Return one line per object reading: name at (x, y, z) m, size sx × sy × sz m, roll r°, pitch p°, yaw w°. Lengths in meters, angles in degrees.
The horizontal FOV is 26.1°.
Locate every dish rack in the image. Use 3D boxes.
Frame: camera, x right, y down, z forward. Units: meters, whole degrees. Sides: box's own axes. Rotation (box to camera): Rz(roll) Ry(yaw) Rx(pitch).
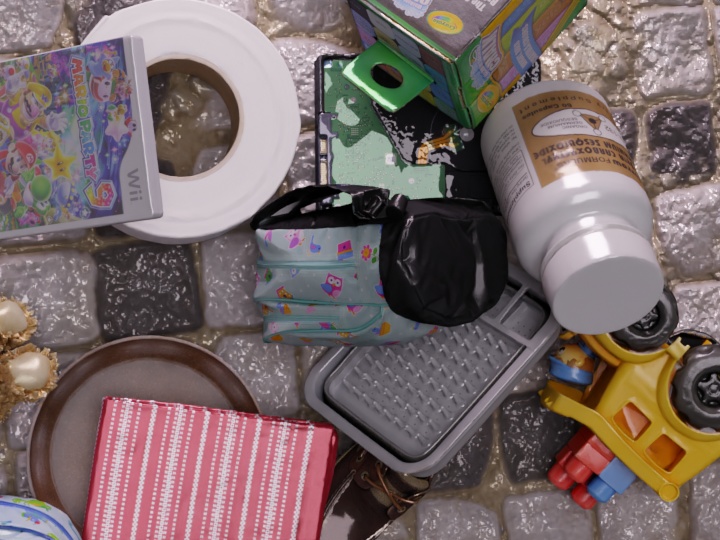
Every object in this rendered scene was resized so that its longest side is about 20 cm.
dish rack at (0.065, 0.075, 1.302) m, size 0.200 × 0.172 × 0.044 m, roll -47°, pitch 135°, yaw -11°

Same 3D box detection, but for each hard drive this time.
hard drive at (0.059, -0.117, 1.357) m, size 0.200 × 0.038 × 0.140 m, roll -1°, pitch 87°, yaw -12°

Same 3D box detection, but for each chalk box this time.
chalk box at (0.074, -0.208, 1.264) m, size 0.124 × 0.124 × 0.200 m, roll 40°, pitch 81°, yaw 22°

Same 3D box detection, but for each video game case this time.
video game case at (-0.252, -0.101, 1.243) m, size 0.200 × 0.018 × 0.143 m, roll -6°, pitch 90°, yaw 27°

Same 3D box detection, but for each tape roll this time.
tape roll at (-0.154, -0.124, 1.300) m, size 0.202 × 0.071 × 0.203 m, roll 0°, pitch 87°, yaw -10°

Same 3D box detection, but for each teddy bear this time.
teddy bear at (-0.334, 0.102, 1.244) m, size 0.145 × 0.067 × 0.200 m, roll 41°, pitch 84°, yaw 16°

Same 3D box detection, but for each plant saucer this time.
plant saucer at (-0.177, 0.154, 1.297) m, size 0.200 × 0.034 × 0.200 m, roll 0°, pitch 88°, yaw -10°

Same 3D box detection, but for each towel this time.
towel at (-0.123, 0.185, 1.279) m, size 0.200 × 0.022 × 0.145 m, roll 9°, pitch 87°, yaw -9°

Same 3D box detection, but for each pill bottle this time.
pill bottle at (0.172, -0.051, 1.250) m, size 0.114 × 0.114 × 0.200 m, roll -3°, pitch 46°, yaw -11°

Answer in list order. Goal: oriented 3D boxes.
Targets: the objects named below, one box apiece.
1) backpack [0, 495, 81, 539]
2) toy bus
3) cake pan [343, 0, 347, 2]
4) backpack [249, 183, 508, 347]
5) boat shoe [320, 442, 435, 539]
backpack at (-0.312, 0.249, 1.209) m, size 0.200 × 0.154 × 0.163 m, roll -2°, pitch 99°, yaw -18°
toy bus at (0.222, 0.107, 1.340) m, size 0.200 × 0.136 × 0.192 m, roll 44°, pitch 96°, yaw -3°
cake pan at (0.032, -0.327, 1.364) m, size 0.200 × 0.037 × 0.200 m, roll 1°, pitch 86°, yaw -11°
backpack at (0.000, 0.000, 1.261) m, size 0.167 × 0.200 × 0.127 m, roll 11°, pitch 79°, yaw -52°
boat shoe at (0.027, 0.169, 1.316) m, size 0.072 × 0.072 × 0.200 m, roll 45°, pitch 80°, yaw -5°
